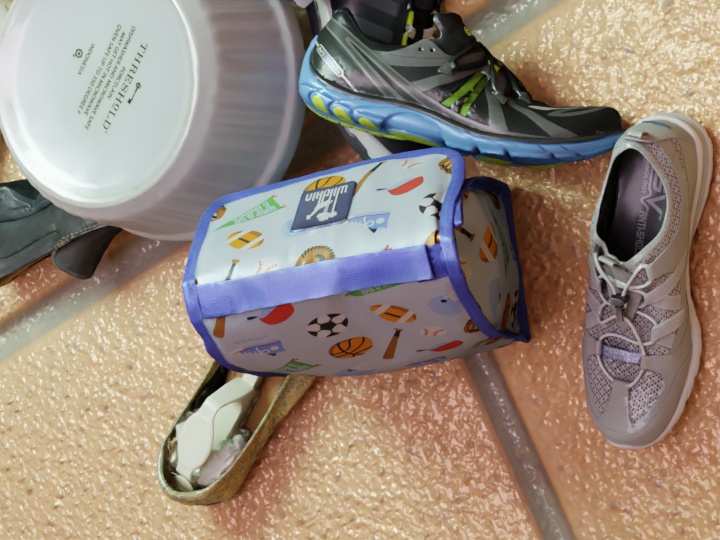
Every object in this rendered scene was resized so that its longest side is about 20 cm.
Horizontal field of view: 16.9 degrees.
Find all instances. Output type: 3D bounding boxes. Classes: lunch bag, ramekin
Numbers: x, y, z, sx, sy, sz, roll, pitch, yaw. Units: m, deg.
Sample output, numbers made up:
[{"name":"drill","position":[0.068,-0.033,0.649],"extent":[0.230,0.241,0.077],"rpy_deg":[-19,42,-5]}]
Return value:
[{"name":"lunch bag","position":[0.000,0.000,1.437],"extent":[0.169,0.200,0.125],"rpy_deg":[-11,87,15]},{"name":"ramekin","position":[-0.139,-0.118,1.511],"extent":[0.201,0.094,0.204],"rpy_deg":[2,93,31]}]

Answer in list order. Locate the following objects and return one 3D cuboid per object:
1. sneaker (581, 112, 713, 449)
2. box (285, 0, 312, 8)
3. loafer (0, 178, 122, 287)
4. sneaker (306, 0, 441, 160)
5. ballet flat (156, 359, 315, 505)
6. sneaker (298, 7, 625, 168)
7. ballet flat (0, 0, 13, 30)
[{"name":"sneaker","position":[0.156,0.006,1.432],"extent":[0.074,0.082,0.201],"rpy_deg":[6,95,31]},{"name":"box","position":[-0.099,-0.278,1.472],"extent":[0.097,0.200,0.177],"rpy_deg":[-45,39,24]},{"name":"loafer","position":[-0.188,-0.031,1.651],"extent":[0.199,0.073,0.073],"rpy_deg":[-5,98,40]},{"name":"sneaker","position":[0.017,-0.153,1.516],"extent":[0.083,0.072,0.201],"rpy_deg":[-23,80,28]},{"name":"ballet flat","position":[-0.074,0.072,1.584],"extent":[0.071,0.071,0.201],"rpy_deg":[38,110,24]},{"name":"sneaker","position":[0.064,-0.110,1.456],"extent":[0.199,0.071,0.083],"rpy_deg":[15,88,2]},{"name":"ballet flat","position":[-0.270,-0.156,1.701],"extent":[0.067,0.068,0.201],"rpy_deg":[12,104,10]}]
